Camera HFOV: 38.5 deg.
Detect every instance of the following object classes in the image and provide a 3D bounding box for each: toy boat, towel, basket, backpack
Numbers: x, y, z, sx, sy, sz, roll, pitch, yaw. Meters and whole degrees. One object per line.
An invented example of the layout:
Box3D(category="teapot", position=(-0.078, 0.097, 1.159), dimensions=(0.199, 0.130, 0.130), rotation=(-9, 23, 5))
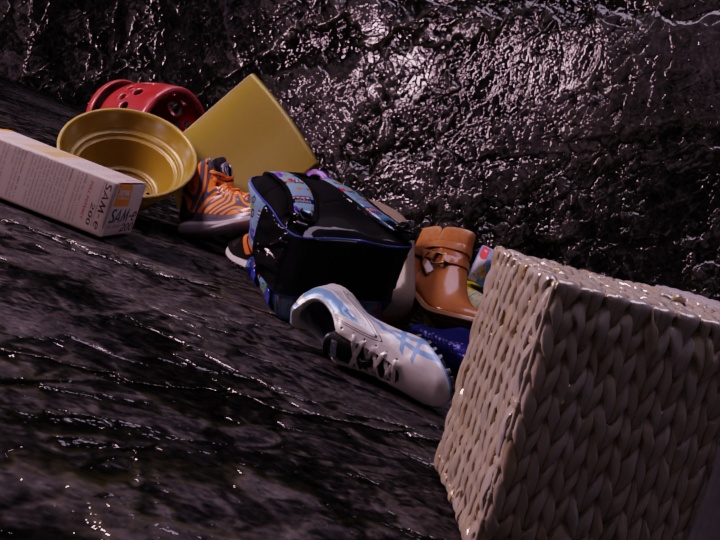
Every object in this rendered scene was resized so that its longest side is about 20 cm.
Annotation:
Box3D(category="toy boat", position=(0.000, 0.000, 1.418), dimensions=(0.130, 0.131, 0.201), rotation=(16, 49, -16))
Box3D(category="towel", position=(0.166, 0.122, 1.249), dimensions=(0.199, 0.050, 0.147), rotation=(23, 10, 36))
Box3D(category="basket", position=(0.159, 0.101, 0.724), dimensions=(0.160, 0.201, 0.198), rotation=(14, 6, -5))
Box3D(category="backpack", position=(-0.058, -0.038, 1.255), dimensions=(0.182, 0.135, 0.200), rotation=(5, 25, -30))

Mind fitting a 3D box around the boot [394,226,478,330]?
Box3D(category="boot", position=(0.129, 0.013, 1.423), dimensions=(0.199, 0.155, 0.074), rotation=(16, -28, 32))

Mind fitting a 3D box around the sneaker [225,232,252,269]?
Box3D(category="sneaker", position=(-0.123, -0.035, 1.423), dimensions=(0.070, 0.090, 0.200), rotation=(17, 7, -29))

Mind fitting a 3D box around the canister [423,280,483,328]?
Box3D(category="canister", position=(0.210, 0.090, 1.475), dimensions=(0.200, 0.087, 0.148), rotation=(27, 7, 36))

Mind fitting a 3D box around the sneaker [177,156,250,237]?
Box3D(category="sneaker", position=(-0.187, -0.112, 1.490), dimensions=(0.199, 0.113, 0.077), rotation=(-3, -8, 30))

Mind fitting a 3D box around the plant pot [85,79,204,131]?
Box3D(category="plant pot", position=(-0.436, -0.278, 2.051), dimensions=(0.182, 0.202, 0.200), rotation=(14, 2, 29))

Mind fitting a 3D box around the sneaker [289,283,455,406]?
Box3D(category="sneaker", position=(0.010, 0.082, 1.036), dimensions=(0.200, 0.072, 0.072), rotation=(32, 46, 32))

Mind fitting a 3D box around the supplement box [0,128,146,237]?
Box3D(category="supplement box", position=(-0.386, -0.111, 1.293), dimensions=(0.199, 0.074, 0.126), rotation=(21, 6, 3))

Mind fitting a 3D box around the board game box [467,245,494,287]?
Box3D(category="board game box", position=(0.284, 0.047, 1.472), dimensions=(0.195, 0.056, 0.200), rotation=(23, 5, -30))

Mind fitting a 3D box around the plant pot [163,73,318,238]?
Box3D(category="plant pot", position=(-0.174, -0.154, 1.664), dimensions=(0.176, 0.200, 0.200), rotation=(40, -20, 14))

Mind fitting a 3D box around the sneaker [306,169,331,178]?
Box3D(category="sneaker", position=(-0.067, -0.074, 1.496), dimensions=(0.080, 0.201, 0.084), rotation=(4, -37, 1))

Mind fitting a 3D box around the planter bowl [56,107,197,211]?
Box3D(category="planter bowl", position=(-0.345, -0.145, 1.512), dimensions=(0.199, 0.084, 0.201), rotation=(11, 43, -10))
